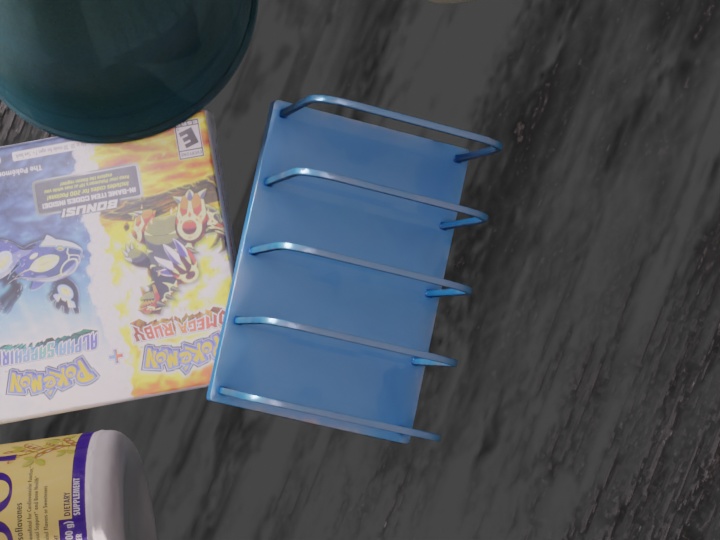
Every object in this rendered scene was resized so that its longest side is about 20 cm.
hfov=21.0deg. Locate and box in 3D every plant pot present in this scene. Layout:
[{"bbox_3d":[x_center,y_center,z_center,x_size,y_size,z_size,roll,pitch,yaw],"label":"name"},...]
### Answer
[{"bbox_3d":[-0.173,-0.203,1.211,0.198,0.188,0.202,-1,76,4],"label":"plant pot"}]

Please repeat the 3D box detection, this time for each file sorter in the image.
[{"bbox_3d":[0.000,0.000,1.230,0.138,0.123,0.202,13,85,-14],"label":"file sorter"}]

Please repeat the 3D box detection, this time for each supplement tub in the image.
[{"bbox_3d":[-0.237,0.184,1.244,0.198,0.145,0.147,-8,88,2],"label":"supplement tub"}]

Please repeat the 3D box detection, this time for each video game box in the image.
[{"bbox_3d":[-0.181,0.000,1.298,0.198,0.047,0.184,-11,91,2],"label":"video game box"}]

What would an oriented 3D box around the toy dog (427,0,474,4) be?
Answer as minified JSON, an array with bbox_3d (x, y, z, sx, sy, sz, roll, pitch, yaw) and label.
[{"bbox_3d":[0.105,-0.242,1.214,0.192,0.200,0.141,11,89,3],"label":"toy dog"}]
